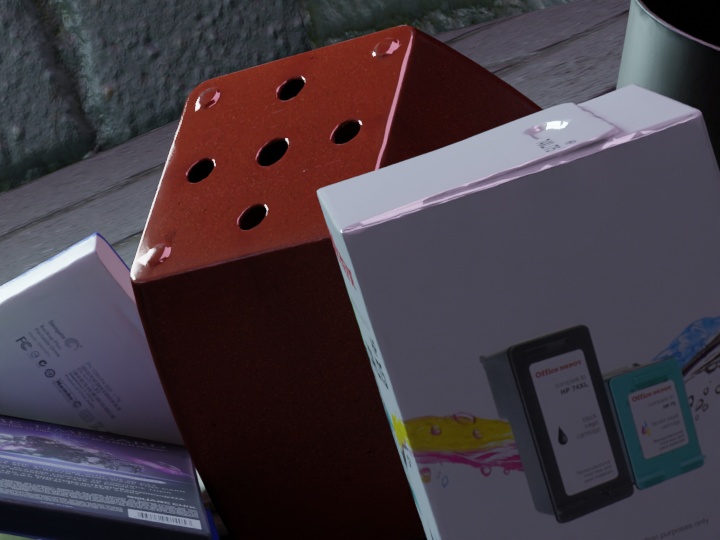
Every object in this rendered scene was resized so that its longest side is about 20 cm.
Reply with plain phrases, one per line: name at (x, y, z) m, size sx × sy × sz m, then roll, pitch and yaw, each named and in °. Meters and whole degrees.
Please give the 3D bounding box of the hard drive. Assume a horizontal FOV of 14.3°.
hard drive at (-0.180, 0.077, 1.485) m, size 0.199 × 0.132 × 0.025 m, roll -28°, pitch 29°, yaw 16°

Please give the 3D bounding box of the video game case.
video game case at (-0.146, 0.100, 1.373) m, size 0.142 × 0.019 × 0.200 m, roll 10°, pitch 6°, yaw -7°

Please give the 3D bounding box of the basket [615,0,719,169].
basket at (0.169, -0.024, 1.296) m, size 0.136 × 0.201 × 0.180 m, roll 26°, pitch 25°, yaw 28°

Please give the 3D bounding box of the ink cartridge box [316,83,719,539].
ink cartridge box at (0.083, 0.045, 1.133) m, size 0.145 × 0.201 × 0.147 m, roll -18°, pitch 9°, yaw -2°

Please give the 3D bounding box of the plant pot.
plant pot at (0.000, 0.000, 1.396) m, size 0.199 × 0.176 × 0.201 m, roll -13°, pitch 44°, yaw 30°

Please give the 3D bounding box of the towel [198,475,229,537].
towel at (-0.080, 0.117, 1.561) m, size 0.199 × 0.035 × 0.132 m, roll -23°, pitch 12°, yaw -25°

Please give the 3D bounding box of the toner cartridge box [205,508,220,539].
toner cartridge box at (-0.138, 0.169, 1.328) m, size 0.094 × 0.043 × 0.200 m, roll -15°, pitch 9°, yaw 21°
